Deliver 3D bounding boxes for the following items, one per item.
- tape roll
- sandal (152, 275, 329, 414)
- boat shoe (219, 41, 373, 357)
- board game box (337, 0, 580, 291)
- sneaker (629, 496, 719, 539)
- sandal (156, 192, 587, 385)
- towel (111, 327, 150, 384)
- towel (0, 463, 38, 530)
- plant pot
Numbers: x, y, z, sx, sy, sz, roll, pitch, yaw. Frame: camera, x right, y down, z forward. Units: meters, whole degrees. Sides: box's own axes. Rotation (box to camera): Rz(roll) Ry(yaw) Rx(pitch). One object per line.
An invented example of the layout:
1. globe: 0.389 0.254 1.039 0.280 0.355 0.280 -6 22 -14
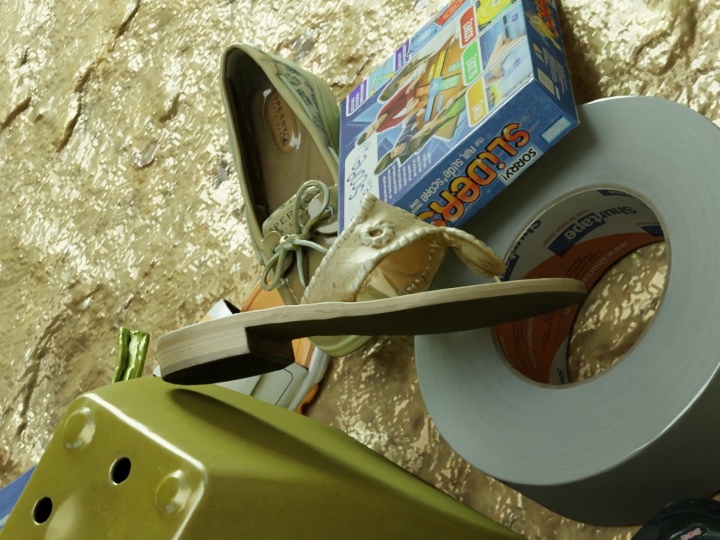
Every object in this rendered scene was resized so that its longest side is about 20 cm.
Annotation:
1. tape roll: 0.123 0.019 1.256 0.200 0.066 0.201 -22 53 33
2. sandal: -0.088 0.084 1.419 0.079 0.059 0.207 30 89 47
3. boat shoe: -0.036 -0.039 1.403 0.073 0.063 0.201 -37 47 17
4. board game box: 0.046 -0.082 1.345 0.135 0.034 0.200 -41 19 18
5. sneaker: 0.165 0.129 1.154 0.199 0.076 0.088 -27 45 30
6. sandal: -0.002 -0.001 1.236 0.211 0.078 0.070 -13 76 16
7. towel: -0.148 0.126 1.390 0.086 0.018 0.200 -81 9 -48
8. towel: -0.200 0.209 1.443 0.145 0.024 0.201 -35 44 58
9. plant pot: -0.068 0.158 1.258 0.195 0.200 0.195 27 86 48
